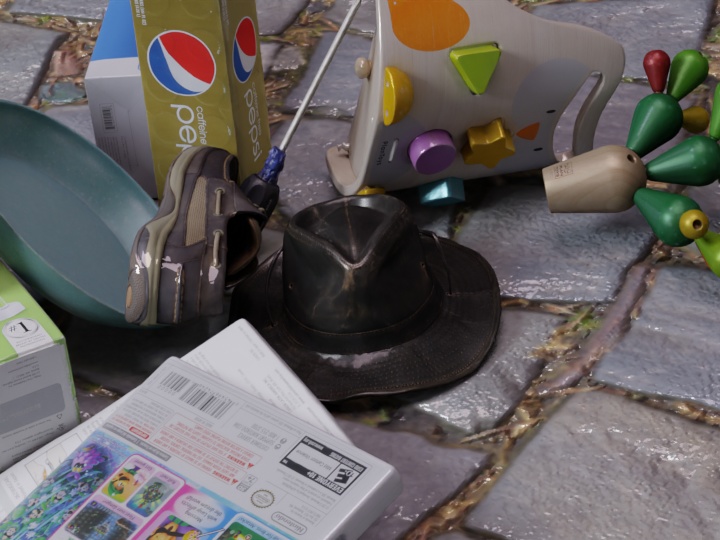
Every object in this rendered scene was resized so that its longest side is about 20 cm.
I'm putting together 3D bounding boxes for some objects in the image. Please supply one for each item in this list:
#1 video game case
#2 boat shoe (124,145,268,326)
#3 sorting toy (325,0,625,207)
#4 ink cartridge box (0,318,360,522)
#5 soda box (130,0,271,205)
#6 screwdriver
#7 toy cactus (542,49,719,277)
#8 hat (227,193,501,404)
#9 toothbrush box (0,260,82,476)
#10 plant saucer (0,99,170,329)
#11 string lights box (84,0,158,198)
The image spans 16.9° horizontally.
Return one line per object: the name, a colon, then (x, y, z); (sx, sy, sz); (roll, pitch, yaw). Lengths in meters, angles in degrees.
video game case: (-0.103, 0.144, 1.361); (0.200, 0.024, 0.182); (23, 59, 42)
boat shoe: (-0.098, -0.018, 1.571); (0.073, 0.075, 0.200); (10, 31, 4)
sorting toy: (0.084, -0.113, 1.660); (0.179, 0.200, 0.107); (-1, 51, -14)
ink cartridge box: (-0.111, 0.130, 1.436); (0.200, 0.057, 0.163); (-36, 39, -7)
soda box: (-0.107, -0.127, 1.667); (0.067, 0.201, 0.064); (6, 34, 17)
screwdriver: (-0.049, -0.098, 1.644); (0.029, 0.201, 0.028); (19, 11, -24)
toy cactus: (0.204, -0.070, 1.610); (0.164, 0.102, 0.201); (-11, 60, 6)
hat: (0.000, 0.000, 1.564); (0.200, 0.081, 0.201); (-4, 33, 2)
toothbrush box: (-0.281, 0.055, 1.524); (0.145, 0.086, 0.200); (-21, 36, -21)
plant saucer: (-0.193, -0.029, 1.595); (0.036, 0.200, 0.200); (-44, 27, 20)
string lights box: (-0.156, -0.148, 1.799); (0.059, 0.103, 0.200); (-3, 33, 6)
